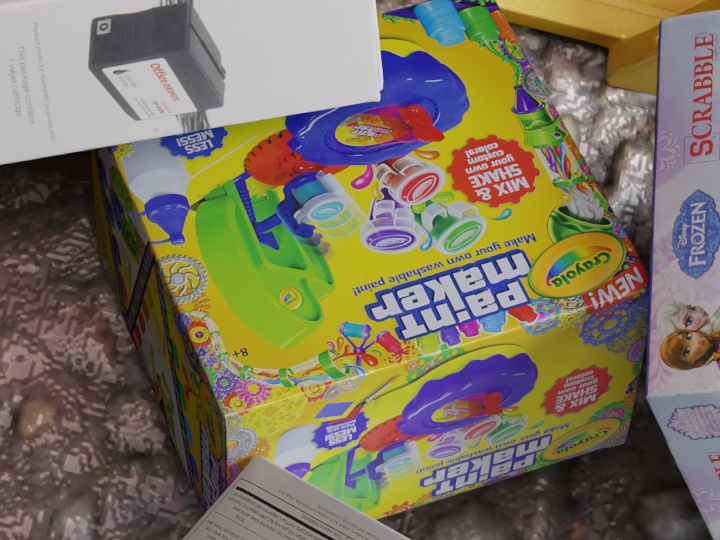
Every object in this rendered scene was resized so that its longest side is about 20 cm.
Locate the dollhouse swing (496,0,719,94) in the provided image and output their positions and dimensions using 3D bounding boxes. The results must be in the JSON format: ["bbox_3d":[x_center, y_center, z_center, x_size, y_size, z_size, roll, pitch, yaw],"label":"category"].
[{"bbox_3d":[0.150,-0.212,1.309,0.175,0.181,0.201,19,68,-25],"label":"dollhouse swing"}]

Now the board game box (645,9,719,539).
[{"bbox_3d":[0.174,0.022,1.193,0.041,0.200,0.201,-7,54,19],"label":"board game box"}]

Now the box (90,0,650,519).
[{"bbox_3d":[0.000,0.000,1.195,0.199,0.122,0.193,-16,55,-15],"label":"box"}]

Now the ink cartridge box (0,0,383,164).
[{"bbox_3d":[-0.102,-0.129,1.169,0.198,0.084,0.145,-10,37,-7],"label":"ink cartridge box"}]

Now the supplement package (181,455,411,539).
[{"bbox_3d":[-0.026,0.228,1.084,0.147,0.192,0.200,24,63,41],"label":"supplement package"}]
